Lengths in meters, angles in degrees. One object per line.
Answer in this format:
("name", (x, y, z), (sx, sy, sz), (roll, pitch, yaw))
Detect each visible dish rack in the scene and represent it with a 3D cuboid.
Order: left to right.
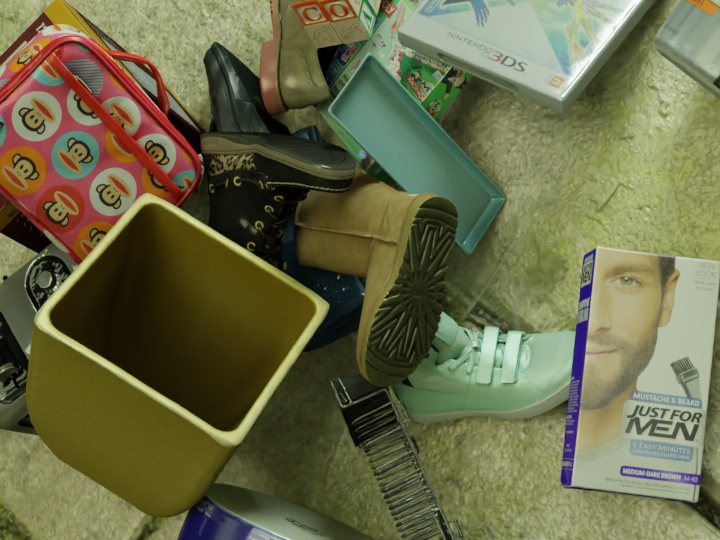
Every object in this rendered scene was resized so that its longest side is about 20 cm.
("dish rack", (0.040, 0.190, 1.417), (0.054, 0.154, 0.201), (-24, 70, -2))

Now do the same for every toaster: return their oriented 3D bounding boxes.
("toaster", (-0.286, 0.069, 1.603), (0.180, 0.200, 0.119), (-35, 69, 11))

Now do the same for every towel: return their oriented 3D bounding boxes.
("towel", (-0.052, -0.030, 1.559), (0.111, 0.048, 0.201), (-30, 68, 22))

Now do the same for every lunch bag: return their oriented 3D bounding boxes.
("lunch bag", (-0.242, -0.116, 1.446), (0.176, 0.200, 0.082), (-45, 30, -4))

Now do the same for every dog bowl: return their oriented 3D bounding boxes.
("dog bowl", (-0.066, 0.261, 1.431), (0.199, 0.200, 0.079), (21, 90, 30))

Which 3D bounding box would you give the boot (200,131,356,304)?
("boot", (-0.079, -0.043, 1.445), (0.199, 0.073, 0.152), (14, 104, 46))

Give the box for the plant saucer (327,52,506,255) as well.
("plant saucer", (0.050, -0.102, 1.439), (0.019, 0.200, 0.070), (6, 57, 56))

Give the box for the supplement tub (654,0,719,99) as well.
("supplement tub", (0.345, -0.233, 1.329), (0.122, 0.122, 0.201), (41, 101, 28))

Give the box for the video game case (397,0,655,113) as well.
("video game case", (0.161, -0.244, 1.439), (0.181, 0.022, 0.200), (27, 65, 29))

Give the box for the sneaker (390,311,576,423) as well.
("sneaker", (0.102, 0.071, 1.409), (0.199, 0.118, 0.074), (-14, 43, 27))

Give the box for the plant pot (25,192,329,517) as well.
("plant pot", (-0.174, 0.098, 1.405), (0.195, 0.195, 0.201), (30, 134, 4))

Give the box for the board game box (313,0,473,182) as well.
("board game box", (0.013, -0.190, 1.525), (0.135, 0.029, 0.200), (-49, 43, 13))

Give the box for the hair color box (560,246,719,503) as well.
("hair color box", (0.234, 0.087, 1.348), (0.108, 0.065, 0.202), (7, 83, -1))

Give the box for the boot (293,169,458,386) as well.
("boot", (0.000, 0.000, 1.423), (0.199, 0.066, 0.177), (16, 85, 58))

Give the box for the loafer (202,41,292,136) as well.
("loafer", (-0.126, -0.152, 1.584), (0.072, 0.073, 0.201), (-42, 40, 15))

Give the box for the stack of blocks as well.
("stack of blocks", (-0.008, -0.304, 1.500), (0.058, 0.115, 0.201), (-6, 52, 26))

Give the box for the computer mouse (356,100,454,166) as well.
("computer mouse", (0.067, -0.171, 1.516), (0.200, 0.044, 0.110), (-44, 46, 19))

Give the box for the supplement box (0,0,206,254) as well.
("supplement box", (-0.282, -0.123, 1.598), (0.197, 0.200, 0.133), (-44, 63, 4))

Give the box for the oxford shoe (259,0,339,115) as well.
("oxford shoe", (-0.049, -0.237, 1.557), (0.074, 0.071, 0.202), (-4, 62, 14))
